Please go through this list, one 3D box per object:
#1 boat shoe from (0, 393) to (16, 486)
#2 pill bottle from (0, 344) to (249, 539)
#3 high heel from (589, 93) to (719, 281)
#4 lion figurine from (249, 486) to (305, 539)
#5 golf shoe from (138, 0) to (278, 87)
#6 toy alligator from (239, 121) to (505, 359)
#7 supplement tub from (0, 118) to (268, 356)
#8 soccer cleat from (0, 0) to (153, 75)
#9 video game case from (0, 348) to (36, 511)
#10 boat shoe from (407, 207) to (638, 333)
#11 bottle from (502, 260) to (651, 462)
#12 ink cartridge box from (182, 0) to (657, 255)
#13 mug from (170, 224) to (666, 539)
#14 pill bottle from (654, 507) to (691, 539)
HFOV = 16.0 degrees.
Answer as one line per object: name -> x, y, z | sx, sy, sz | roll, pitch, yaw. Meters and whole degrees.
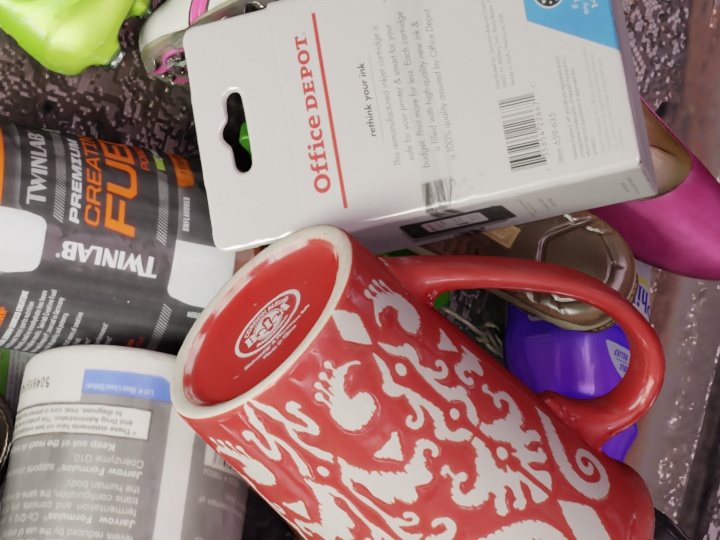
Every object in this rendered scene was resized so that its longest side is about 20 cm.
boat shoe -> -0.223, 0.135, 1.166 | 0.074, 0.073, 0.200 | 41, 77, -17
pill bottle -> -0.113, 0.144, 1.169 | 0.113, 0.114, 0.201 | 14, 73, -21
high heel -> 0.120, -0.080, 1.234 | 0.067, 0.096, 0.200 | -35, 71, -27
lion figurine -> -0.020, 0.107, 1.270 | 0.122, 0.072, 0.200 | -42, 83, -11
golf shoe -> -0.028, -0.163, 1.239 | 0.200, 0.073, 0.092 | -32, 67, 17
toy alligator -> 0.000, 0.000, 1.289 | 0.054, 0.059, 0.200 | -36, 118, 28
supplement tub -> -0.151, -0.013, 1.195 | 0.199, 0.107, 0.107 | 10, 87, -22
soccer cleat -> -0.108, -0.189, 1.235 | 0.081, 0.068, 0.200 | 34, 80, -12
video game case -> -0.185, 0.104, 1.230 | 0.199, 0.018, 0.144 | 7, 89, -22
boat shoe -> 0.048, -0.032, 1.245 | 0.202, 0.075, 0.075 | 40, 90, 19
bottle -> 0.109, 0.032, 1.289 | 0.083, 0.065, 0.201 | 32, 56, -52
ink cartridge box -> 0.028, -0.075, 1.183 | 0.199, 0.067, 0.116 | -12, 78, 12
mug -> 0.029, 0.066, 1.155 | 0.200, 0.133, 0.178 | 43, 62, -26
pill bottle -> 0.089, 0.213, 1.290 | 0.200, 0.112, 0.112 | -41, 104, -17
